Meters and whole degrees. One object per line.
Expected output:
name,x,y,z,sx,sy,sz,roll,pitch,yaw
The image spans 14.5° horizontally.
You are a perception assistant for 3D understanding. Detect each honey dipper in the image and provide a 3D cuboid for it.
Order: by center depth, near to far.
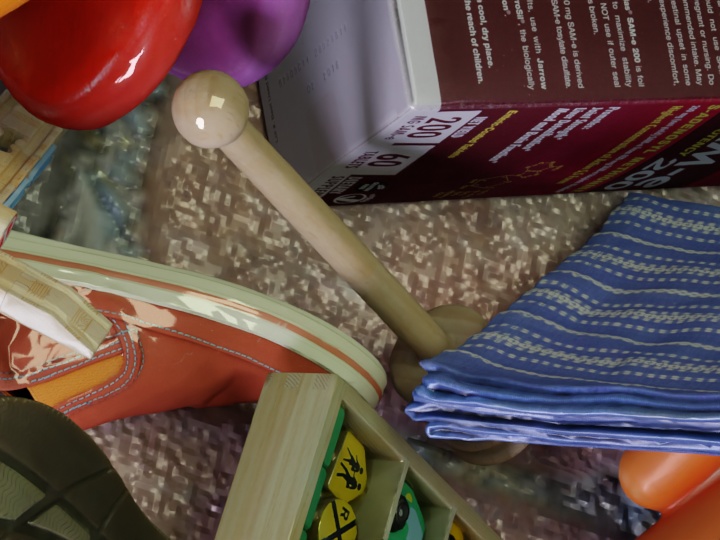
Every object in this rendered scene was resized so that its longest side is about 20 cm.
honey dipper,0.000,0.000,0.874,0.200,0.038,0.038,47,53,-48

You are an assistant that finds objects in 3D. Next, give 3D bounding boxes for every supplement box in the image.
supplement box,0.077,-0.067,0.952,0.199,0.109,0.061,-4,76,-26

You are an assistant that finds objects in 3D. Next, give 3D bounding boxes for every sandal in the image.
sandal,-0.082,0.112,0.823,0.200,0.054,0.082,55,47,-40

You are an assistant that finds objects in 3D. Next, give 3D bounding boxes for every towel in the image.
towel,0.116,0.012,0.894,0.200,0.144,0.024,-37,125,-57

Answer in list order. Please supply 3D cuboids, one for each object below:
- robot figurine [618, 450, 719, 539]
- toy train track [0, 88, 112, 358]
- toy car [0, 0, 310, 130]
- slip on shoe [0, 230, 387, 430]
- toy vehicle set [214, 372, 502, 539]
robot figurine,0.155,0.104,0.910,0.200,0.117,0.144,-37,55,3
toy train track,-0.110,-0.032,0.821,0.114,0.033,0.200,27,21,-2
toy car,-0.067,-0.121,0.835,0.199,0.174,0.151,-24,107,-40
slip on shoe,-0.088,0.024,0.870,0.199,0.074,0.062,12,83,-20
toy vehicle set,-0.016,0.148,0.851,0.124,0.026,0.201,45,54,-49
